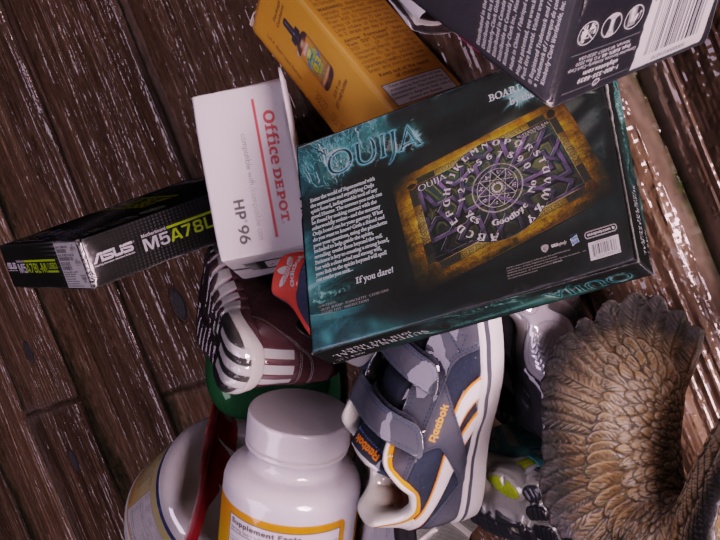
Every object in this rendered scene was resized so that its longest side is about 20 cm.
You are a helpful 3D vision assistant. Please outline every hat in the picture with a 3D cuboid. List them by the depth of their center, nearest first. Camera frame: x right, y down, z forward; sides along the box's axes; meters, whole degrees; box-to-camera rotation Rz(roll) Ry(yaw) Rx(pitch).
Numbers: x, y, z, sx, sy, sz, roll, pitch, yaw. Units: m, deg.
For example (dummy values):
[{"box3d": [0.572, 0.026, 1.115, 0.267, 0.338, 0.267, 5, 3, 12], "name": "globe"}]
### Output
[{"box3d": [-0.127, 0.096, 1.060, 0.200, 0.175, 0.166, 48, 144, 28], "name": "hat"}]

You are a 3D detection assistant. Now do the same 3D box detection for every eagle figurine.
[{"box3d": [0.167, 0.110, 0.640, 0.151, 0.150, 0.202, -16, -75, -81], "name": "eagle figurine"}]

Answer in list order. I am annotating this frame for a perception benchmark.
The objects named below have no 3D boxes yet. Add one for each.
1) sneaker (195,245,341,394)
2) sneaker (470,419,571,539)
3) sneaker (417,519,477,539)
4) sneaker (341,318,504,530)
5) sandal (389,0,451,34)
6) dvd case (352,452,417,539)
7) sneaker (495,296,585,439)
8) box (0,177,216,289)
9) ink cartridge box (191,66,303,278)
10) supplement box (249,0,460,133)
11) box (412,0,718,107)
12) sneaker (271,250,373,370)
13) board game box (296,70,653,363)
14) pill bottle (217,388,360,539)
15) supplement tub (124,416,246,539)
[{"box3d": [-0.067, 0.044, 0.998, 0.200, 0.114, 0.076, -119, 38, -61], "name": "sneaker"}, {"box3d": [0.135, 0.137, 0.781, 0.199, 0.079, 0.078, 22, 137, 54], "name": "sneaker"}, {"box3d": [0.046, 0.206, 0.973, 0.080, 0.070, 0.202, 44, 141, 45], "name": "sneaker"}, {"box3d": [0.036, 0.077, 0.754, 0.078, 0.079, 0.202, -137, 41, -54], "name": "sneaker"}, {"box3d": [0.058, -0.155, 0.705, 0.207, 0.079, 0.060, 48, 145, 37], "name": "sandal"}, {"box3d": [0.014, 0.182, 0.965, 0.201, 0.017, 0.144, 105, 164, -56], "name": "dvd case"}, {"box3d": [0.091, 0.016, 0.776, 0.113, 0.075, 0.202, 5, 113, 56], "name": "sneaker"}, {"box3d": [-0.181, -0.035, 1.048, 0.199, 0.192, 0.048, 0, 112, 57], "name": "box"}, {"box3d": [-0.072, -0.063, 0.881, 0.200, 0.067, 0.117, 102, 156, -85], "name": "ink cartridge box"}, {"box3d": [0.007, -0.127, 0.824, 0.200, 0.068, 0.067, 51, 144, 22], "name": "supplement box"}, {"box3d": [0.078, -0.190, 0.619, 0.200, 0.122, 0.107, 46, 143, 32], "name": "box"}, {"box3d": [0.010, 0.040, 0.842, 0.084, 0.075, 0.200, 7, 153, 33], "name": "sneaker"}, {"box3d": [0.056, -0.037, 0.699, 0.199, 0.028, 0.137, -17, 66, 27], "name": "board game box"}, {"box3d": [-0.058, 0.202, 0.997, 0.111, 0.110, 0.202, 29, 119, 46], "name": "pill bottle"}, {"box3d": [-0.148, 0.232, 1.213, 0.145, 0.144, 0.200, 61, 149, 9], "name": "supplement tub"}]
